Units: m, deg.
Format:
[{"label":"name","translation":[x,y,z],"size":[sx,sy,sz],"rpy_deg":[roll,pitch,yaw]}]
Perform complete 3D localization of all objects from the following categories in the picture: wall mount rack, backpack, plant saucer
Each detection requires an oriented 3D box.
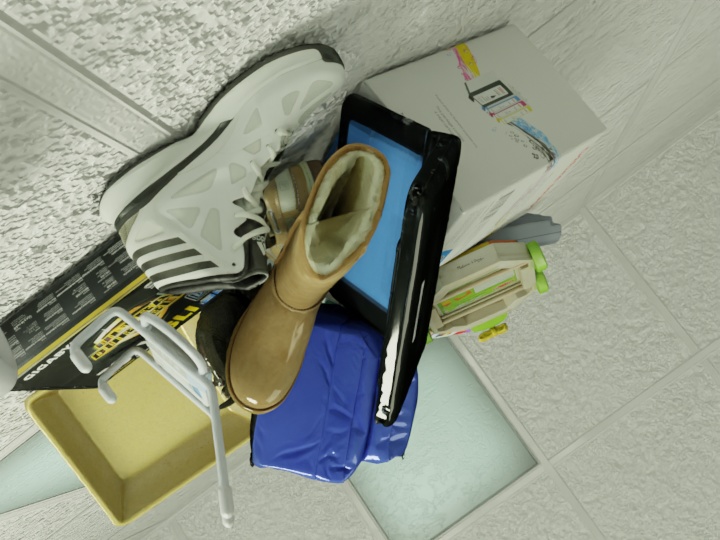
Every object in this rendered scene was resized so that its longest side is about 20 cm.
[{"label":"wall mount rack","translation":[-0.146,0.117,0.585],"size":[0.075,0.173,0.200],"rpy_deg":[-47,172,-22]},{"label":"backpack","translation":[-0.026,0.123,0.763],"size":[0.200,0.166,0.164],"rpy_deg":[-90,-166,-87]},{"label":"plant saucer","translation":[-0.232,0.151,0.805],"size":[0.199,0.201,0.048],"rpy_deg":[-32,-148,-17]}]

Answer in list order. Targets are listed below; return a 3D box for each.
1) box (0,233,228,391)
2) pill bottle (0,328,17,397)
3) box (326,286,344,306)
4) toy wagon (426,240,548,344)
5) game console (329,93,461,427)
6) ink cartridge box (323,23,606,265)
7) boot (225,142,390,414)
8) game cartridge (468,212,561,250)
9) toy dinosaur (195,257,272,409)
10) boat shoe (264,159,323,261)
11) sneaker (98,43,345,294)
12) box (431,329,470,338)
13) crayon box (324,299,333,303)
[{"label":"box","translation":[-0.201,0.028,0.633],"size":[0.199,0.049,0.160],"rpy_deg":[-37,170,1]},{"label":"pill bottle","translation":[-0.283,0.060,0.343],"size":[0.199,0.116,0.116],"rpy_deg":[-32,168,-19]},{"label":"box","translation":[0.000,0.000,0.808],"size":[0.200,0.094,0.078],"rpy_deg":[-158,-89,-85]},{"label":"toy wagon","translation":[0.131,0.032,0.808],"size":[0.154,0.040,0.200],"rpy_deg":[-24,155,6]},{"label":"game console","translation":[0.005,-0.013,0.577],"size":[0.176,0.115,0.201],"rpy_deg":[-58,158,-57]},{"label":"ink cartridge box","translation":[0.093,-0.111,0.691],"size":[0.199,0.145,0.147],"rpy_deg":[-29,166,-31]},{"label":"boot","translation":[-0.048,0.017,0.544],"size":[0.200,0.066,0.176],"rpy_deg":[138,-30,-71]},{"label":"game cartridge","translation":[0.119,-0.049,0.862],"size":[0.132,0.041,0.200],"rpy_deg":[-6,-168,-30]},{"label":"toy dinosaur","translation":[-0.138,0.065,0.731],"size":[0.076,0.103,0.200],"rpy_deg":[-5,-154,14]},{"label":"boat shoe","translation":[-0.078,-0.040,0.707],"size":[0.076,0.072,0.200],"rpy_deg":[-15,156,-15]},{"label":"sneaker","translation":[-0.071,-0.056,0.501],"size":[0.200,0.116,0.076],"rpy_deg":[-37,168,4]},{"label":"box","translation":[0.119,0.034,0.910],"size":[0.136,0.039,0.200],"rpy_deg":[-8,156,-25]},{"label":"crayon box","translation":[0.040,-0.022,1.046],"size":[0.200,0.052,0.126],"rpy_deg":[-48,180,42]}]
